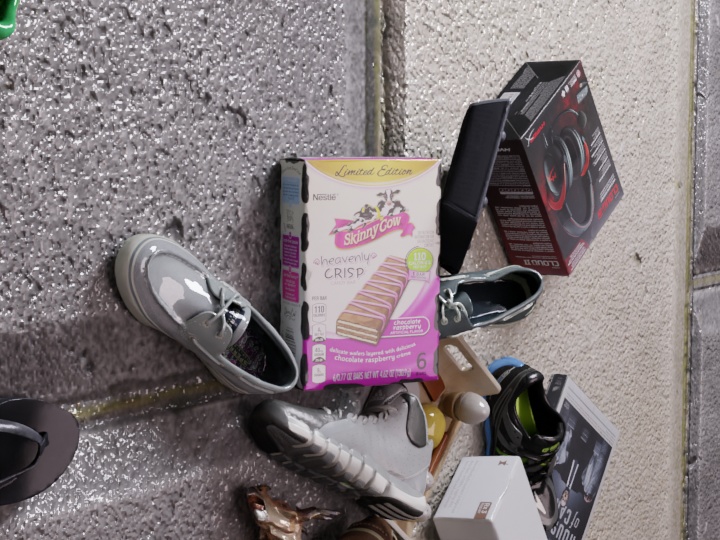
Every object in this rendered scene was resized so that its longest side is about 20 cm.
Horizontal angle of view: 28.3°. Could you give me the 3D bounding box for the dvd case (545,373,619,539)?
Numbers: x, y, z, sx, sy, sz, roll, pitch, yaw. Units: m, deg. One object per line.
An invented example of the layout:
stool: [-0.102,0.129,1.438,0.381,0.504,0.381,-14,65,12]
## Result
dvd case: [0.231,0.242,1.645,0.150,0.025,0.201,44,60,-43]

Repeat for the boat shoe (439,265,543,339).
boat shoe: [0.086,0.030,1.364,0.199,0.062,0.073,-8,72,-26]

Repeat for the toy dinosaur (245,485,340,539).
toy dinosaur: [-0.047,0.284,1.269,0.085,0.136,0.201,-11,132,-15]

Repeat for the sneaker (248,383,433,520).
sneaker: [-0.010,0.136,1.287,0.200,0.075,0.116,36,59,-31]

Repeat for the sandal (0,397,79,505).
sandal: [-0.273,0.131,0.993,0.200,0.043,0.077,1,93,-51]

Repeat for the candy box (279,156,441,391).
candy box: [0.000,0.000,1.266,0.136,0.061,0.201,-3,96,-25]

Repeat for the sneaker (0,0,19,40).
sneaker: [-0.244,-0.244,0.957,0.074,0.083,0.201,1,93,-51]

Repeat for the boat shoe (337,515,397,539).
boat shoe: [0.013,0.327,1.349,0.075,0.074,0.204,-47,142,-66]

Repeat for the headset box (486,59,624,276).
headset box: [0.203,-0.101,1.534,0.149,0.075,0.201,-50,130,-36]

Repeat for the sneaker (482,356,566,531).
sneaker: [0.178,0.191,1.521,0.070,0.083,0.201,-21,108,-33]

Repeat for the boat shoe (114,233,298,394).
boat shoe: [-0.116,0.037,1.156,0.201,0.071,0.070,48,58,-42]

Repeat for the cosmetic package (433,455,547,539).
cosmetic package: [0.147,0.301,1.500,0.102,0.074,0.201,-55,132,-49]

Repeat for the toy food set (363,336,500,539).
toy food set: [0.066,0.163,1.403,0.144,0.060,0.201,50,56,-41]

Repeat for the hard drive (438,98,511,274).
hard drive: [0.100,-0.078,1.359,0.200,0.042,0.136,96,10,-76]
